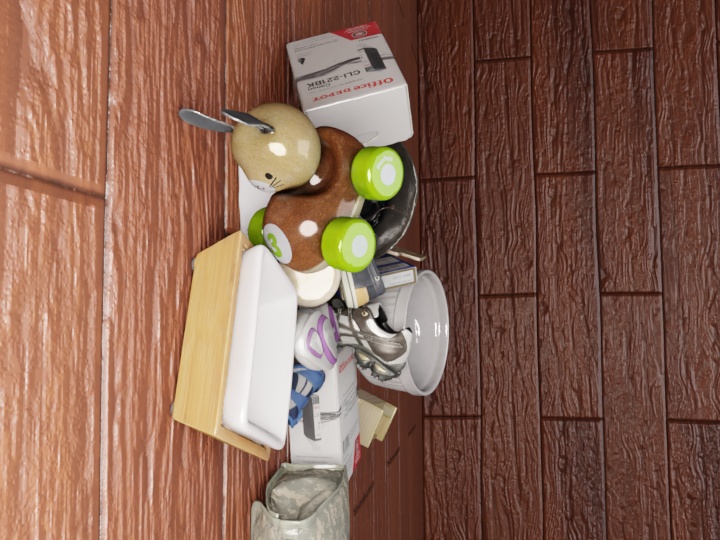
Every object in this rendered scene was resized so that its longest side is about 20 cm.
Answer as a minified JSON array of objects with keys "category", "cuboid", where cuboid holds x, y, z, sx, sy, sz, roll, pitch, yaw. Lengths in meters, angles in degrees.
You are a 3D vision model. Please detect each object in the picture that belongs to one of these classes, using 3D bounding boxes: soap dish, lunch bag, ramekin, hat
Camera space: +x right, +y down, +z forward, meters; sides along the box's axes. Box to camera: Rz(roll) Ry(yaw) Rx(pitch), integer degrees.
[{"category":"soap dish","cuboid":[-0.126,0.084,0.727,0.158,0.080,0.203,64,27,-65]},{"category":"lunch bag","cuboid":[-0.077,0.353,0.869,0.200,0.115,0.167,-26,116,-83]},{"category":"ramekin","cuboid":[0.065,0.100,1.142,0.199,0.103,0.204,2,88,-62]},{"category":"hat","cuboid":[0.008,-0.117,1.057,0.081,0.197,0.205,-10,99,-69]}]

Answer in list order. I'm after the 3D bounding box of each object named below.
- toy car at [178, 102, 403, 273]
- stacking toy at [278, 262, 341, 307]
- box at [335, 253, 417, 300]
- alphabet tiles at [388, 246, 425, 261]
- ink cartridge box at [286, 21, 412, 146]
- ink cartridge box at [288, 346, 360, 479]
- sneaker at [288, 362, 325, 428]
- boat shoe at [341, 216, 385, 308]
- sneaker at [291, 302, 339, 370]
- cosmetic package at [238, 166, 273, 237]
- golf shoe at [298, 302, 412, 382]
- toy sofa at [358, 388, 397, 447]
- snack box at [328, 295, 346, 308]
[{"category":"toy car","cuboid":[-0.086,-0.102,0.706,0.199,0.163,0.160,32,76,-42]},{"category":"stacking toy","cuboid":[-0.075,0.000,0.993,0.200,0.084,0.087,-153,-119,-84]},{"category":"box","cuboid":[0.000,0.000,1.108,0.200,0.119,0.033,-144,-136,-69]},{"category":"alphabet tiles","cuboid":[0.014,-0.049,1.192,0.167,0.197,0.008,-16,123,-79]},{"category":"ink cartridge box","cuboid":[-0.019,-0.259,0.993,0.085,0.142,0.202,77,-2,-45]},{"category":"ink cartridge box","cuboid":[-0.055,0.218,1.083,0.144,0.082,0.204,-29,118,-77]},{"category":"sneaker","cuboid":[-0.101,0.158,0.889,0.200,0.073,0.084,20,71,-71]},{"category":"boat shoe","cuboid":[-0.009,-0.045,0.973,0.075,0.061,0.203,83,-5,-63]},{"category":"sneaker","cuboid":[-0.079,0.092,0.893,0.200,0.098,0.076,-56,134,-87]},{"category":"cosmetic package","cuboid":[-0.096,-0.091,0.932,0.200,0.070,0.103,-23,111,-78]},{"category":"golf shoe","cuboid":[-0.011,0.076,1.027,0.095,0.198,0.078,-61,168,12]},{"category":"toy sofa","cuboid":[0.007,0.307,1.460,0.084,0.096,0.200,-65,167,-4]},{"category":"snack box","cuboid":[-0.008,0.058,1.266,0.037,0.114,0.203,64,27,-66]}]
